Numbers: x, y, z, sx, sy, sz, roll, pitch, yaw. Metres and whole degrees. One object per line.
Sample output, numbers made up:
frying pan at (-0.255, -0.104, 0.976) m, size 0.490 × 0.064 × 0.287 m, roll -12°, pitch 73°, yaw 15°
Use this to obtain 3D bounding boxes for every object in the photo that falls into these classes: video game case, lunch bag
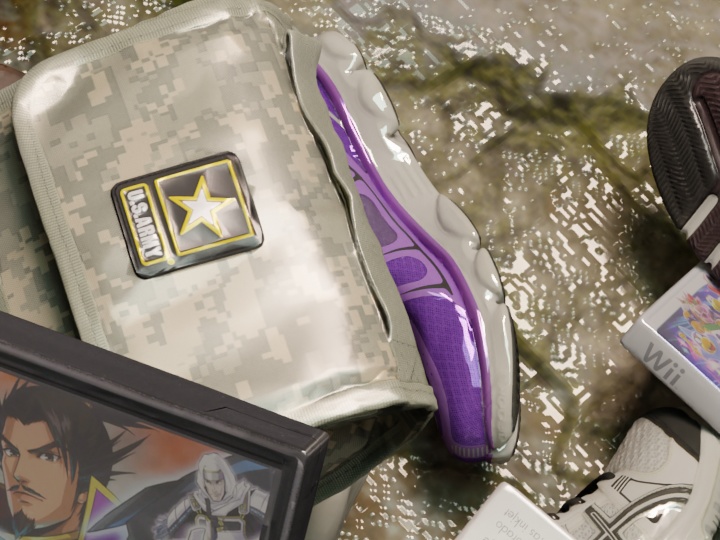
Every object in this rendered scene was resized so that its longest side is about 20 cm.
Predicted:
video game case at (0.206, 0.070, 1.014) m, size 0.200 × 0.018 × 0.143 m, roll 42°, pitch 30°, yaw 9°
video game case at (-0.123, 0.103, 0.806) m, size 0.199 × 0.182 × 0.025 m, roll 19°, pitch 20°, yaw 14°
lunch bag at (-0.081, 0.016, 0.869) m, size 0.117 × 0.199 × 0.165 m, roll 19°, pitch 45°, yaw -56°

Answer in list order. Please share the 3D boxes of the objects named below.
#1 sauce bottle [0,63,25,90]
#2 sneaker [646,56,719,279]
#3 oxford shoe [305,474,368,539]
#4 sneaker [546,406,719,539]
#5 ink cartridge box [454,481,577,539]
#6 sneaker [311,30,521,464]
sauce bottle at (-0.168, -0.046, 0.967) m, size 0.199 × 0.065 × 0.065 m, roll -10°, pitch 64°, yaw -22°
sneaker at (0.205, -0.009, 1.050) m, size 0.200 × 0.076 × 0.115 m, roll 49°, pitch 21°, yaw 9°
oxford shoe at (-0.039, 0.109, 0.921) m, size 0.058 × 0.075 × 0.201 m, roll 43°, pitch 50°, yaw -35°
sneaker at (0.072, 0.117, 0.943) m, size 0.087 × 0.076 × 0.200 m, roll 31°, pitch 55°, yaw 1°
ink cartridge box at (0.029, 0.187, 0.848) m, size 0.116 × 0.068 × 0.200 m, roll 38°, pitch 83°, yaw 8°
sneaker at (0.000, 0.000, 1.004) m, size 0.083 × 0.081 × 0.201 m, roll -26°, pitch 63°, yaw -12°
